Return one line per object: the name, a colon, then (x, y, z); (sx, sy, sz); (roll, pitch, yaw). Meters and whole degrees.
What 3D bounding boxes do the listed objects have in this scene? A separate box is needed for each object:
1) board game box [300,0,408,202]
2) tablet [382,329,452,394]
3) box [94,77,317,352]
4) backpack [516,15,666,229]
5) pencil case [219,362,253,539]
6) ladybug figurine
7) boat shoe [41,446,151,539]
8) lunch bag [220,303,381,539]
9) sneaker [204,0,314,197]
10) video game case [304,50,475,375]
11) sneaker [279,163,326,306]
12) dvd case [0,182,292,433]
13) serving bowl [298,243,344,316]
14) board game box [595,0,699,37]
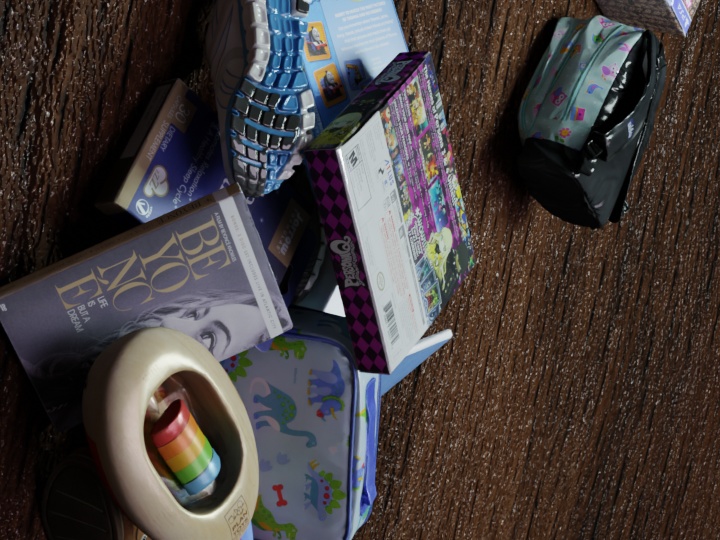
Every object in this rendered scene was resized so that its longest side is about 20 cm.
board game box: (-0.014, -0.172, 1.680); (0.151, 0.036, 0.202); (-24, 99, -52)
tablet: (-0.008, 0.108, 1.846); (0.130, 0.014, 0.199); (-42, 166, 34)
box: (-0.107, -0.040, 1.585); (0.200, 0.032, 0.122); (44, 56, -33)
backpack: (0.235, -0.164, 2.083); (0.201, 0.126, 0.167); (-66, 160, -14)
pencil case: (-0.133, 0.174, 1.641); (0.088, 0.088, 0.202); (-28, 116, -51)
ladybug figurine: (-0.146, 0.130, 1.522); (0.136, 0.072, 0.201); (-50, 127, -38)
boat shoe: (-0.200, 0.205, 1.604); (0.068, 0.072, 0.201); (-49, 151, -42)
lunch bag: (-0.061, 0.130, 1.692); (0.082, 0.159, 0.202); (-43, 138, -64)
sneaker: (-0.086, -0.149, 1.571); (0.075, 0.086, 0.202); (16, 70, -35)
video game case: (0.028, -0.048, 1.638); (0.181, 0.036, 0.201); (-50, 133, -49)
sneaker: (-0.068, -0.068, 1.693); (0.090, 0.066, 0.202); (7, 94, -56)
dvd case: (-0.160, 0.031, 1.517); (0.199, 0.016, 0.149); (-24, 134, -6)
serving bowl: (0.000, 0.000, 1.808); (0.200, 0.066, 0.201); (-42, 153, -27)
board game box: (0.314, -0.377, 2.137); (0.201, 0.096, 0.159); (-65, 148, -14)
